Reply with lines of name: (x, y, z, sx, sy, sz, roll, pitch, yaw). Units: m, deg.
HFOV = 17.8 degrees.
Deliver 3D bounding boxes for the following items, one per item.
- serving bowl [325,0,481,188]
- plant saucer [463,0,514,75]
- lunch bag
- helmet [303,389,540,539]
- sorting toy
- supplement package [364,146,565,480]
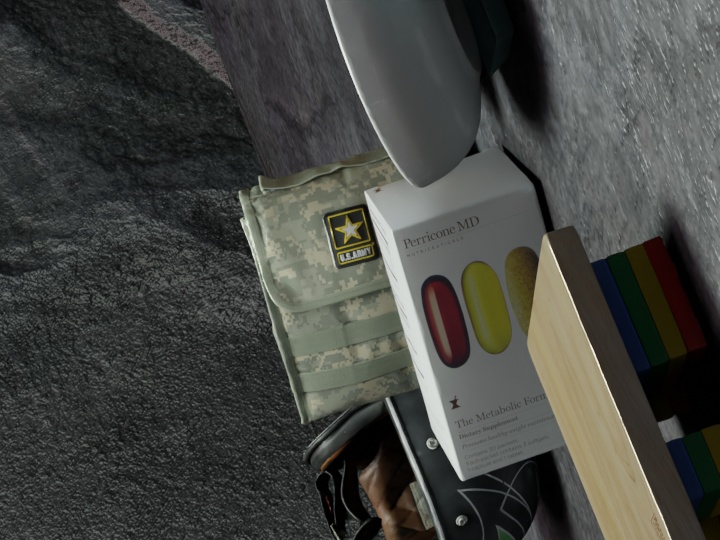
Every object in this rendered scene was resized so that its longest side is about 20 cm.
serving bowl: (0.035, -0.160, 1.530, 0.200, 0.065, 0.202, -20, -90, -77)
plant saucer: (0.062, -0.235, 1.560, 0.070, 0.019, 0.202, 92, 160, -75)
lunch bag: (0.000, 0.000, 1.843, 0.118, 0.163, 0.201, -109, 3, -57)
helmet: (0.064, 0.182, 2.004, 0.200, 0.190, 0.201, 40, -149, -30)
sorting toy: (0.169, 0.090, 1.343, 0.199, 0.069, 0.201, 87, 163, -70)
supplement package: (0.087, 0.030, 1.680, 0.110, 0.113, 0.202, -121, 13, -70)
